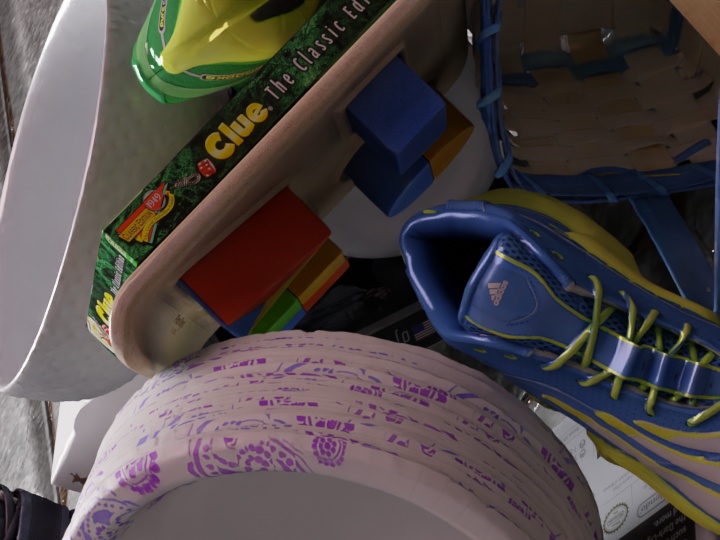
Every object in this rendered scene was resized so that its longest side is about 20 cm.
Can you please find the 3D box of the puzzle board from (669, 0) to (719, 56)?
[{"bbox_3d":[0.184,-0.082,0.706,0.151,0.200,0.017,-38,8,48],"label":"puzzle board"}]

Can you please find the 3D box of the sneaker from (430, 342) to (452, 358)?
[{"bbox_3d":[-0.039,0.062,1.144,0.200,0.074,0.107,16,94,54],"label":"sneaker"}]

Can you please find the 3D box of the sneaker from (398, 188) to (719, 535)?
[{"bbox_3d":[0.087,0.036,0.810,0.200,0.105,0.076,34,106,34],"label":"sneaker"}]

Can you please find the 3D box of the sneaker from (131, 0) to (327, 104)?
[{"bbox_3d":[-0.046,-0.127,0.962,0.083,0.074,0.200,-34,7,28],"label":"sneaker"}]

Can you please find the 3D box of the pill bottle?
[{"bbox_3d":[-0.011,-0.096,1.092,0.116,0.115,0.200,-60,25,16],"label":"pill bottle"}]

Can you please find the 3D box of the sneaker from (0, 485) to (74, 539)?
[{"bbox_3d":[-0.151,0.152,1.252,0.202,0.146,0.077,-36,35,48],"label":"sneaker"}]

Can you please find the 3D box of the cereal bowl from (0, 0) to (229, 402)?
[{"bbox_3d":[-0.107,-0.035,1.040,0.200,0.083,0.201,-168,90,-72],"label":"cereal bowl"}]

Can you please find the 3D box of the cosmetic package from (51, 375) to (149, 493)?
[{"bbox_3d":[-0.126,0.041,1.366,0.200,0.084,0.108,-95,29,-56],"label":"cosmetic package"}]

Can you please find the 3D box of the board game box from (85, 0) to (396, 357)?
[{"bbox_3d":[-0.033,-0.057,0.901,0.200,0.023,0.105,-48,-9,-23],"label":"board game box"}]

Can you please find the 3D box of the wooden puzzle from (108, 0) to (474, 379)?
[{"bbox_3d":[-0.012,-0.031,0.893,0.200,0.046,0.185,-51,-7,-3],"label":"wooden puzzle"}]

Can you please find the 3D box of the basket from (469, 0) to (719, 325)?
[{"bbox_3d":[0.113,-0.099,0.884,0.200,0.138,0.177,-106,12,-53],"label":"basket"}]

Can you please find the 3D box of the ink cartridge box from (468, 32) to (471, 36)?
[{"bbox_3d":[0.070,-0.219,1.264,0.177,0.045,0.200,-68,23,-1],"label":"ink cartridge box"}]

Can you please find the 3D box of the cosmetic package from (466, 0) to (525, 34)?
[{"bbox_3d":[0.063,-0.251,1.030,0.200,0.200,0.123,-39,28,5],"label":"cosmetic package"}]

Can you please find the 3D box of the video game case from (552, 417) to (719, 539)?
[{"bbox_3d":[0.084,0.141,0.916,0.200,0.023,0.183,-44,31,41],"label":"video game case"}]

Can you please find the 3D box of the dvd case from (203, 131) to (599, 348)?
[{"bbox_3d":[0.000,0.000,1.070,0.199,0.025,0.150,-27,30,-6],"label":"dvd case"}]

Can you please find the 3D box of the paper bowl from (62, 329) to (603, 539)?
[{"bbox_3d":[-0.007,0.105,0.864,0.201,0.200,0.105,-47,17,38],"label":"paper bowl"}]
